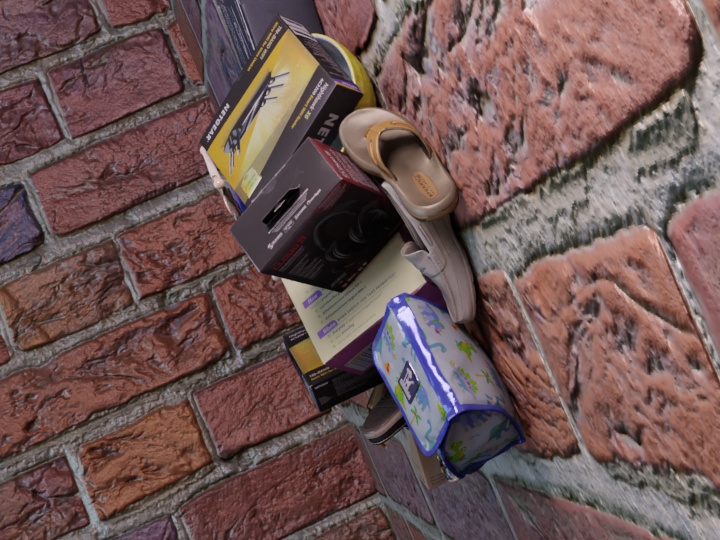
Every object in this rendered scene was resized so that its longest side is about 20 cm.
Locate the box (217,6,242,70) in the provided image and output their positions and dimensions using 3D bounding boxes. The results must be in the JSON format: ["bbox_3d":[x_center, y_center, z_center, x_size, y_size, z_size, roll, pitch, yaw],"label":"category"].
[{"bbox_3d":[-0.158,-0.350,1.884,0.095,0.077,0.202,-135,24,-68],"label":"box"}]

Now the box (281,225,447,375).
[{"bbox_3d":[0.000,0.000,1.494,0.096,0.175,0.201,22,-146,-56],"label":"box"}]

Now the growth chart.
[{"bbox_3d":[-0.160,-0.073,1.529,0.201,0.018,0.145,62,178,-40],"label":"growth chart"}]

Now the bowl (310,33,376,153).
[{"bbox_3d":[-0.044,-0.192,1.482,0.107,0.200,0.201,11,-139,-47],"label":"bowl"}]

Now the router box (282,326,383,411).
[{"bbox_3d":[-0.003,0.115,1.741,0.157,0.198,0.053,50,162,59],"label":"router box"}]

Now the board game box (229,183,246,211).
[{"bbox_3d":[-0.092,-0.166,1.611,0.045,0.198,0.135,61,170,23],"label":"board game box"}]

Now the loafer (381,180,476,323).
[{"bbox_3d":[0.081,-0.026,1.351,0.070,0.069,0.202,-149,36,-75],"label":"loafer"}]

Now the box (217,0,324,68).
[{"bbox_3d":[-0.131,-0.361,1.658,0.200,0.103,0.149,-132,21,-63],"label":"box"}]

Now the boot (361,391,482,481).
[{"bbox_3d":[0.099,0.216,1.547,0.073,0.200,0.152,-16,105,45],"label":"boot"}]

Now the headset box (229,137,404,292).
[{"bbox_3d":[-0.046,-0.062,1.355,0.077,0.149,0.199,51,-163,26],"label":"headset box"}]

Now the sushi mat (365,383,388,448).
[{"bbox_3d":[0.053,0.172,1.804,0.201,0.012,0.096,-67,-32,-42],"label":"sushi mat"}]

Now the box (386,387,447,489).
[{"bbox_3d":[0.107,0.226,1.768,0.078,0.094,0.202,52,164,56],"label":"box"}]

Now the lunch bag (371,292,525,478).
[{"bbox_3d":[0.100,0.134,1.376,0.171,0.127,0.200,61,-179,30],"label":"lunch bag"}]

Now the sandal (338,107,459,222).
[{"bbox_3d":[0.041,-0.131,1.291,0.200,0.080,0.054,51,175,40],"label":"sandal"}]

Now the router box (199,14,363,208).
[{"bbox_3d":[-0.102,-0.188,1.427,0.052,0.201,0.158,10,-148,-47],"label":"router box"}]
